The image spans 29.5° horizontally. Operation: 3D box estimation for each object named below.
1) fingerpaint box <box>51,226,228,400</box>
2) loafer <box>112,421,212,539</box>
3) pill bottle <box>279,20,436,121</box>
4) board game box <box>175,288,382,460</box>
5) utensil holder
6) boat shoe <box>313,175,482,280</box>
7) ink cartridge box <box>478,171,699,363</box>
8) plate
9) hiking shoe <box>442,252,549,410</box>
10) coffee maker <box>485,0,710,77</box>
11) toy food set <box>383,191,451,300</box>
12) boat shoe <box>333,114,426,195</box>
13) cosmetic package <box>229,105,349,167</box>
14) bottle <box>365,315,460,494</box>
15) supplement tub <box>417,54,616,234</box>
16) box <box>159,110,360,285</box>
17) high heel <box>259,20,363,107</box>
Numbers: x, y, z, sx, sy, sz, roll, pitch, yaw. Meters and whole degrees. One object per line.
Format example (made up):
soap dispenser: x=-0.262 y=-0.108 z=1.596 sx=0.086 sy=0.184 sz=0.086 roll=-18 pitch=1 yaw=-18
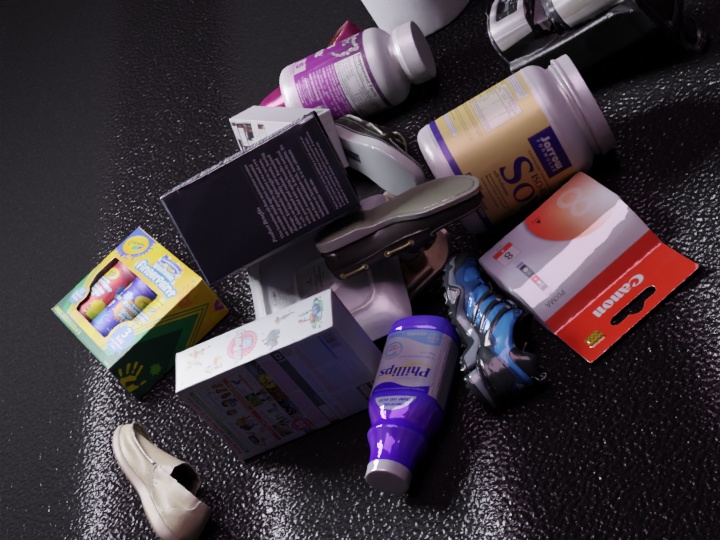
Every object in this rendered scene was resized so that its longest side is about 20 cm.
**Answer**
fingerpaint box: x=-0.295 y=0.051 z=1.811 sx=0.167 sy=0.073 sz=0.200 roll=-44 pitch=39 yaw=-9
loafer: x=-0.223 y=0.241 z=1.572 sx=0.068 sy=0.076 sz=0.200 roll=-36 pitch=48 yaw=-3
pill bottle: x=-0.002 y=-0.266 z=1.883 sx=0.199 sy=0.112 sz=0.113 roll=-22 pitch=41 yaw=17
board game box: x=-0.085 y=0.119 z=1.527 sx=0.199 sy=0.148 sz=0.064 roll=-24 pitch=42 yaw=15
utensil holder: x=0.053 y=-0.455 z=1.964 sx=0.169 sy=0.200 sz=0.171 roll=-20 pitch=41 yaw=18
boat shoe: x=0.049 y=-0.048 z=1.539 sx=0.200 sy=0.061 sz=0.072 roll=-20 pitch=25 yaw=16
ink cartridge box: x=0.243 y=-0.008 z=1.491 sx=0.162 sy=0.050 sz=0.200 roll=-40 pitch=35 yaw=-5
plate: x=-0.047 y=0.016 z=1.614 sx=0.199 sy=0.032 sz=0.200 roll=-25 pitch=50 yaw=17
hiking shoe: x=0.147 y=0.058 z=1.485 sx=0.086 sy=0.074 sz=0.201 roll=-22 pitch=52 yaw=14
coffee maker: x=0.283 y=-0.296 z=1.679 sx=0.200 sy=0.192 sz=0.135 roll=-28 pitch=11 yaw=43
toy food set: x=0.000 y=0.000 z=1.654 sx=0.200 sy=0.060 sz=0.143 roll=-43 pitch=39 yaw=-9
boat shoe: x=0.025 y=-0.159 z=1.787 sx=0.064 sy=0.071 sz=0.200 roll=-36 pitch=44 yaw=-23
cosmetic package: x=-0.100 y=-0.174 z=1.854 sx=0.051 sy=0.083 sz=0.200 roll=-33 pitch=23 yaw=-27
bottle: x=0.051 y=0.142 z=1.467 sx=0.083 sy=0.065 sz=0.201 roll=-4 pitch=48 yaw=28
supplement tub: x=0.182 y=-0.149 z=1.601 sx=0.199 sy=0.146 sz=0.146 roll=-30 pitch=39 yaw=8
box: x=-0.113 y=-0.088 z=1.610 sx=0.198 sy=0.124 sz=0.200 roll=-27 pitch=7 yaw=3
high heel: x=-0.075 y=-0.292 z=1.977 sx=0.199 sy=0.096 sz=0.068 roll=-23 pitch=40 yaw=15
